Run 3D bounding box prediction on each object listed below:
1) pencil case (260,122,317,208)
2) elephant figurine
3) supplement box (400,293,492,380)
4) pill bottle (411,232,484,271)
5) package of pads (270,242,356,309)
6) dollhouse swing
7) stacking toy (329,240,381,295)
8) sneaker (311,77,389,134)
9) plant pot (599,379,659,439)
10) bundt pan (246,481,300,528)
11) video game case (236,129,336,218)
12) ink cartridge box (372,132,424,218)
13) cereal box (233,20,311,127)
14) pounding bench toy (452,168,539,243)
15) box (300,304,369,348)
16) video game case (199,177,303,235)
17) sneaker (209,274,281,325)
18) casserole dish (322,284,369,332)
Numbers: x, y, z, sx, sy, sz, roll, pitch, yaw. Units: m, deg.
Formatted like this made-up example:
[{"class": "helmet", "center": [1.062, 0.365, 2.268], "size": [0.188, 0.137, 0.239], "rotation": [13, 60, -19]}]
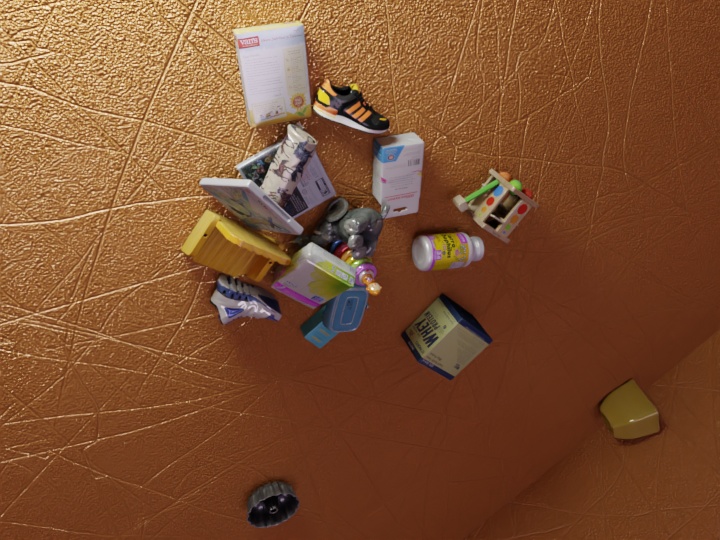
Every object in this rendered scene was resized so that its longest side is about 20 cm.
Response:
[{"class": "pencil case", "center": [-0.171, -0.234, 1.285], "size": [0.078, 0.090, 0.201], "rotation": [12, 117, -42]}, {"class": "elephant figurine", "center": [-0.051, -0.115, 1.448], "size": [0.155, 0.199, 0.142], "rotation": [-14, 117, -46]}, {"class": "supplement box", "center": [0.283, 0.221, 1.843], "size": [0.200, 0.134, 0.200], "rotation": [-47, 130, 12]}, {"class": "pill bottle", "center": [0.258, -0.057, 1.642], "size": [0.199, 0.104, 0.105], "rotation": [-6, 127, -22]}, {"class": "package of pads", "center": [-0.127, 0.016, 1.465], "size": [0.154, 0.069, 0.200], "rotation": [31, 141, -26]}, {"class": "dollhouse swing", "center": [-0.294, -0.027, 1.350], "size": [0.199, 0.176, 0.182], "rotation": [24, 113, -37]}, {"class": "stacking toy", "center": [0.000, 0.000, 1.495], "size": [0.115, 0.200, 0.110], "rotation": [-4, 127, -28]}, {"class": "sneaker", "center": [-0.008, -0.379, 1.293], "size": [0.199, 0.070, 0.090], "rotation": [8, 124, -28]}, {"class": "plant pot", "center": [1.235, 0.668, 2.608], "size": [0.199, 0.196, 0.195], "rotation": [-27, 132, 4]}, {"class": "bundt pan", "center": [-0.329, 0.855, 2.070], "size": [0.201, 0.076, 0.203], "rotation": [-14, 130, -17]}, {"class": "video game case", "center": [-0.175, -0.219, 1.367], "size": [0.181, 0.023, 0.200], "rotation": [-30, 133, -3]}, {"class": "ink cartridge box", "center": [0.094, -0.242, 1.447], "size": [0.114, 0.068, 0.201], "rotation": [-12, 128, -17]}, {"class": "cereal box", "center": [-0.183, -0.418, 1.200], "size": [0.143, 0.040, 0.201], "rotation": [-14, 129, -16]}, {"class": "pounding bench toy", "center": [0.373, -0.202, 1.573], "size": [0.199, 0.124, 0.156], "rotation": [24, 112, -36]}, {"class": "box", "center": [-0.077, 0.138, 1.666], "size": [0.200, 0.049, 0.082], "rotation": [-41, 131, 8]}, {"class": "video game case", "center": [-0.250, -0.146, 1.282], "size": [0.182, 0.199, 0.022], "rotation": [44, 68, -41]}, {"class": "sneaker", "center": [-0.320, 0.096, 1.507], "size": [0.199, 0.081, 0.115], "rotation": [29, 113, -31]}, {"class": "casserole dish", "center": [-0.037, 0.105, 1.601], "size": [0.120, 0.039, 0.201], "rotation": [0, 123, -25]}]
